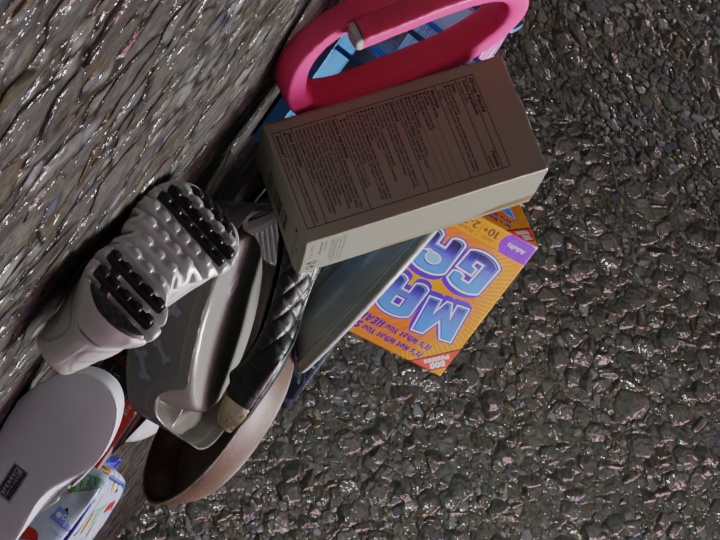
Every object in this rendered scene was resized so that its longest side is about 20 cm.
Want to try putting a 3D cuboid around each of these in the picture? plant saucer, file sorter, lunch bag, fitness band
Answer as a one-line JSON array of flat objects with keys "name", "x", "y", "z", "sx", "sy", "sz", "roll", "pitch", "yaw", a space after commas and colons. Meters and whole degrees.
[{"name": "plant saucer", "x": -0.117, "y": 0.121, "z": 1.528, "sx": 0.200, "sy": 0.034, "sz": 0.201, "roll": -45, "pitch": -158, "yaw": 24}, {"name": "file sorter", "x": 0.028, "y": -0.161, "z": 1.468, "sx": 0.200, "sy": 0.122, "sz": 0.139, "roll": -53, "pitch": 178, "yaw": 14}, {"name": "plant saucer", "x": 0.000, "y": 0.000, "z": 1.528, "sx": 0.200, "sy": 0.050, "sz": 0.200, "roll": -47, "pitch": -178, "yaw": 2}, {"name": "lunch bag", "x": -0.286, "y": 0.232, "z": 1.653, "sx": 0.161, "sy": 0.075, "sz": 0.200, "roll": -55, "pitch": 178, "yaw": -10}, {"name": "fitness band", "x": 0.032, "y": -0.171, "z": 1.313, "sx": 0.199, "sy": 0.038, "sz": 0.144, "roll": -22, "pitch": 164, "yaw": -13}]

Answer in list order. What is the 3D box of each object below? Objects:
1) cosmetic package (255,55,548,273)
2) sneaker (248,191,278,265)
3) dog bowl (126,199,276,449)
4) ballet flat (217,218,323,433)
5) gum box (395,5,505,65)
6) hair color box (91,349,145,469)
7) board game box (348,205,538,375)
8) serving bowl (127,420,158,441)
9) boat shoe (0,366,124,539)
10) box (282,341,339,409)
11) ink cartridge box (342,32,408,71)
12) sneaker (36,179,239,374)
[{"name": "cosmetic package", "x": 0.030, "y": -0.081, "z": 1.346, "sx": 0.199, "sy": 0.106, "sz": 0.071, "roll": -16, "pitch": 164, "yaw": -13}, {"name": "sneaker", "x": -0.039, "y": -0.065, "z": 1.683, "sx": 0.200, "sy": 0.073, "sz": 0.115, "roll": -3, "pitch": -138, "yaw": 48}, {"name": "dog bowl", "x": -0.123, "y": 0.036, "z": 1.385, "sx": 0.200, "sy": 0.058, "sz": 0.202, "roll": 15, "pitch": 90, "yaw": -79}, {"name": "ballet flat", "x": -0.073, "y": 0.031, "z": 1.389, "sx": 0.066, "sy": 0.056, "sz": 0.201, "roll": -167, "pitch": -81, "yaw": -80}, {"name": "gum box", "x": 0.055, "y": -0.165, "z": 1.591, "sx": 0.200, "sy": 0.066, "sz": 0.113, "roll": -54, "pitch": 177, "yaw": 13}, {"name": "hair color box", "x": -0.185, "y": 0.078, "z": 1.517, "sx": 0.102, "sy": 0.061, "sz": 0.200, "roll": -54, "pitch": 177, "yaw": 27}, {"name": "board game box", "x": 0.052, "y": -0.044, "z": 2.054, "sx": 0.200, "sy": 0.199, "sz": 0.200, "roll": -54, "pitch": -155, "yaw": 21}, {"name": "serving bowl", "x": -0.179, "y": 0.097, "z": 1.733, "sx": 0.200, "sy": 0.066, "sz": 0.200, "roll": -48, "pitch": 176, "yaw": -4}, {"name": "boat shoe", "x": -0.226, "y": 0.131, "z": 1.299, "sx": 0.200, "sy": 0.072, "sz": 0.068, "roll": -52, "pitch": 177, "yaw": 33}, {"name": "box", "x": -0.082, "y": 0.030, "z": 1.848, "sx": 0.107, "sy": 0.148, "sz": 0.200, "roll": -52, "pitch": 177, "yaw": -32}, {"name": "ink cartridge box", "x": 0.009, "y": -0.189, "z": 1.679, "sx": 0.177, "sy": 0.045, "sz": 0.200, "roll": -54, "pitch": 178, "yaw": 34}, {"name": "sneaker", "x": -0.146, "y": 0.003, "z": 1.159, "sx": 0.081, "sy": 0.075, "sz": 0.200, "roll": -38, "pitch": -176, "yaw": 31}]
